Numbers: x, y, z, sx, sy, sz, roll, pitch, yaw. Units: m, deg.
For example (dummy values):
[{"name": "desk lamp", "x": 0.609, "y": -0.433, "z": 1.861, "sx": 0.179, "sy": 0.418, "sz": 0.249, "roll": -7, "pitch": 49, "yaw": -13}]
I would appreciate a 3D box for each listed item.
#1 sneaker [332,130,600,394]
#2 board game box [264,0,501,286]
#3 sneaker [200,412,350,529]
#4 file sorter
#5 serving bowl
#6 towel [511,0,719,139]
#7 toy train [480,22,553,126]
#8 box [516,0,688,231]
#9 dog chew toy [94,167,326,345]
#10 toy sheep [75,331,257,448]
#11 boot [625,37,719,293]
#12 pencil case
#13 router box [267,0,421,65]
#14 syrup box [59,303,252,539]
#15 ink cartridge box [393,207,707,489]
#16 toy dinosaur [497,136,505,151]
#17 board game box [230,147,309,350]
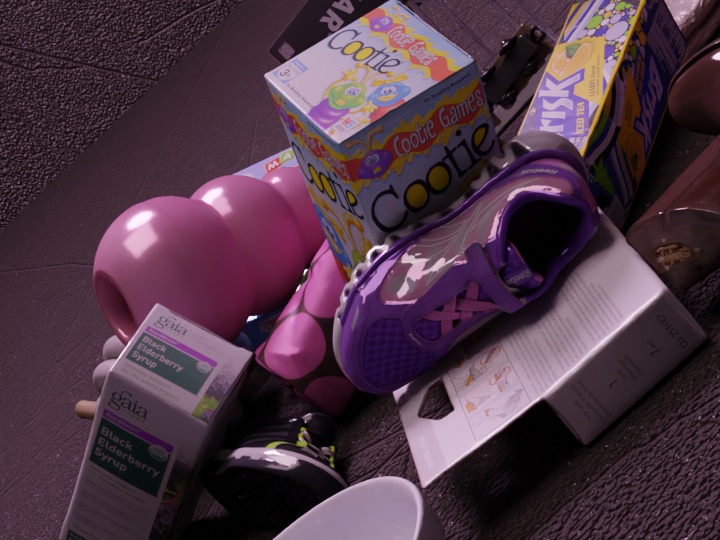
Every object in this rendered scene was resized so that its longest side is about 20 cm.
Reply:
[{"name": "sneaker", "x": 0.068, "y": 0.002, "z": 1.184, "sx": 0.200, "sy": 0.081, "sz": 0.089, "roll": -43, "pitch": 28, "yaw": 2}, {"name": "board game box", "x": 0.030, "y": -0.053, "z": 1.264, "sx": 0.103, "sy": 0.201, "sz": 0.105, "roll": -31, "pitch": 41, "yaw": -13}, {"name": "sneaker", "x": -0.049, "y": 0.123, "z": 1.318, "sx": 0.083, "sy": 0.072, "sz": 0.200, "roll": -48, "pitch": 16, "yaw": -19}, {"name": "file sorter", "x": 0.089, "y": -0.173, "z": 1.547, "sx": 0.200, "sy": 0.124, "sz": 0.139, "roll": -47, "pitch": -3, "yaw": 15}, {"name": "serving bowl", "x": -0.022, "y": 0.206, "z": 1.050, "sx": 0.200, "sy": 0.066, "sz": 0.200, "roll": -39, "pitch": 17, "yaw": 14}, {"name": "towel", "x": 0.192, "y": -0.143, "z": 1.480, "sx": 0.200, "sy": 0.034, "sz": 0.132, "roll": -50, "pitch": 16, "yaw": -19}, {"name": "toy train", "x": 0.080, "y": -0.101, "z": 1.442, "sx": 0.200, "sy": 0.034, "sz": 0.046, "roll": -54, "pitch": -12, "yaw": 28}, {"name": "box", "x": 0.161, "y": -0.105, "z": 1.343, "sx": 0.070, "sy": 0.064, "sz": 0.201, "roll": -11, "pitch": 39, "yaw": 38}, {"name": "dog chew toy", "x": -0.099, "y": -0.014, "z": 1.470, "sx": 0.199, "sy": 0.125, "sz": 0.124, "roll": -29, "pitch": 9, "yaw": -25}, {"name": "toy sheep", "x": -0.153, "y": 0.095, "z": 1.553, "sx": 0.138, "sy": 0.137, "sz": 0.201, "roll": -12, "pitch": 50, "yaw": 62}, {"name": "boot", "x": 0.205, "y": -0.062, "z": 1.165, "sx": 0.200, "sy": 0.064, "sz": 0.186, "roll": -48, "pitch": 18, "yaw": -28}, {"name": "pencil case", "x": 0.000, "y": 0.000, "z": 1.410, "sx": 0.201, "sy": 0.090, "sz": 0.094, "roll": -57, "pitch": -1, "yaw": 5}, {"name": "router box", "x": 0.029, "y": -0.240, "z": 1.535, "sx": 0.200, "sy": 0.052, "sz": 0.157, "roll": -49, "pitch": -4, "yaw": 24}, {"name": "syrup box", "x": -0.147, "y": 0.127, "z": 1.388, "sx": 0.082, "sy": 0.078, "sz": 0.201, "roll": -59, "pitch": -7, "yaw": -45}, {"name": "ink cartridge box", "x": 0.105, "y": 0.053, "z": 1.171, "sx": 0.176, "sy": 0.045, "sz": 0.200, "roll": -41, "pitch": 15, "yaw": 7}, {"name": "toy dinosaur", "x": 0.080, "y": -0.048, "z": 1.465, "sx": 0.106, "sy": 0.060, "sz": 0.200, "roll": -42, "pitch": 15, "yaw": 12}, {"name": "board game box", "x": -0.030, "y": -0.038, "z": 1.587, "sx": 0.150, "sy": 0.037, "sz": 0.201, "roll": -24, "pitch": 37, "yaw": 12}]
